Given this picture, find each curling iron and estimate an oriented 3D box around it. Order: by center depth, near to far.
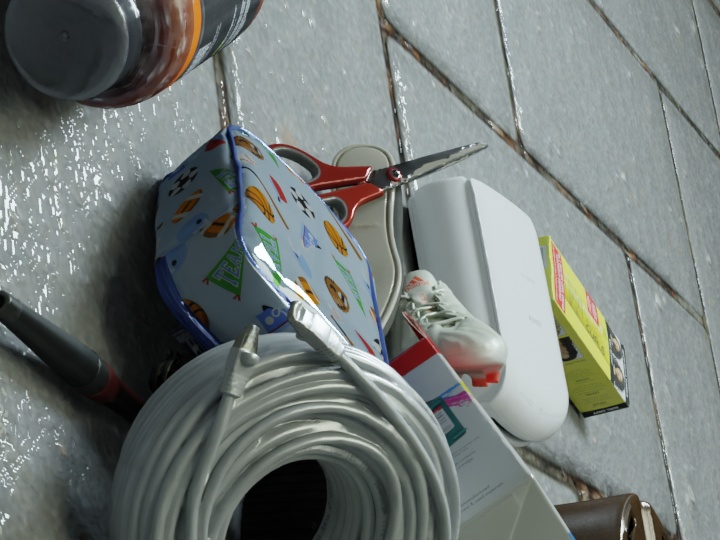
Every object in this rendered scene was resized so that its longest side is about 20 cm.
[{"bbox_3d":[-0.140,0.046,1.157,0.200,0.025,0.050,34,68,-58],"label":"curling iron"}]

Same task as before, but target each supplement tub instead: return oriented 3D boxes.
[{"bbox_3d":[-0.128,-0.154,1.229,0.200,0.106,0.107,-50,121,-66],"label":"supplement tub"}]

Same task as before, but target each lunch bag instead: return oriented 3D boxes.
[{"bbox_3d":[-0.048,0.012,1.278,0.160,0.075,0.200,47,16,-23],"label":"lunch bag"}]

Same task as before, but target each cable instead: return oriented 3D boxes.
[{"bbox_3d":[-0.042,0.133,1.158,0.200,0.069,0.200,38,81,-33],"label":"cable"}]

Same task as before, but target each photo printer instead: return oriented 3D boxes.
[{"bbox_3d":[0.106,0.040,1.756,0.166,0.069,0.201,30,47,-62],"label":"photo printer"}]

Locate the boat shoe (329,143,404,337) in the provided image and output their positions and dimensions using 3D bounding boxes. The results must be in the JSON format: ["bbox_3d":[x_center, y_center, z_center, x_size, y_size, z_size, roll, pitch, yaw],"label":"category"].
[{"bbox_3d":[0.000,0.000,1.510,0.057,0.066,0.201,82,11,-48],"label":"boat shoe"}]

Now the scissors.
[{"bbox_3d":[0.014,-0.056,1.509,0.199,0.014,0.073,-3,62,-32],"label":"scissors"}]

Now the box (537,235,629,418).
[{"bbox_3d":[0.187,0.053,1.989,0.200,0.050,0.076,51,31,-47],"label":"box"}]

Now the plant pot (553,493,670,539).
[{"bbox_3d":[0.105,0.238,1.417,0.200,0.197,0.201,-16,90,-71],"label":"plant pot"}]

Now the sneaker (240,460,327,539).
[{"bbox_3d":[-0.023,0.185,1.294,0.088,0.074,0.201,27,64,-62],"label":"sneaker"}]

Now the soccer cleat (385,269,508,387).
[{"bbox_3d":[0.046,0.039,1.495,0.200,0.069,0.078,-179,-89,-73],"label":"soccer cleat"}]

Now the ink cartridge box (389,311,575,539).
[{"bbox_3d":[0.061,0.123,1.322,0.116,0.067,0.200,56,-2,-35],"label":"ink cartridge box"}]
